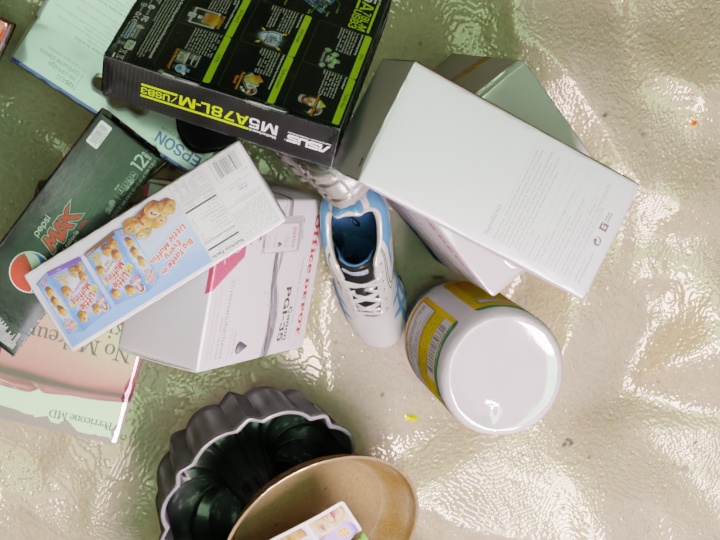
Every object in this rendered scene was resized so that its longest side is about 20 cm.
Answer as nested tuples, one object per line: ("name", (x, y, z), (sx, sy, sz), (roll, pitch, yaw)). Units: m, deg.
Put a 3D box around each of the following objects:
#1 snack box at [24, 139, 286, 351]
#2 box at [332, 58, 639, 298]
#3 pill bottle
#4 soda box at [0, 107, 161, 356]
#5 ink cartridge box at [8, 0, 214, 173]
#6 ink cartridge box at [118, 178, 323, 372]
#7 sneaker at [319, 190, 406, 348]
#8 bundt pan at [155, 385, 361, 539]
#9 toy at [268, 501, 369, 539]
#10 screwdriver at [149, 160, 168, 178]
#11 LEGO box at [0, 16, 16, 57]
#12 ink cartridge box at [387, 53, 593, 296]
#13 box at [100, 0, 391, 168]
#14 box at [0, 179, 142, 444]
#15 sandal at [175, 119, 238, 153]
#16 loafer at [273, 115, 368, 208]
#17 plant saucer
("snack box", (-0.159, -0.019, 1.045), (0.199, 0.024, 0.072), (-31, 98, 4))
("box", (0.092, -0.073, 1.035), (0.198, 0.124, 0.098), (26, 94, -14))
("pill bottle", (0.103, 0.071, 1.231), (0.111, 0.200, 0.114), (-2, 100, -12))
("soda box", (-0.245, -0.033, 1.093), (0.063, 0.071, 0.201), (38, 92, -14))
("ink cartridge box", (-0.174, -0.217, 1.189), (0.197, 0.047, 0.201), (33, 91, -10))
("ink cartridge box", (-0.113, -0.002, 1.168), (0.082, 0.200, 0.148), (14, 99, 22))
("sneaker", (0.000, 0.000, 1.236), (0.071, 0.073, 0.202), (0, 130, 15))
("bundt pan", (-0.102, 0.189, 1.248), (0.200, 0.076, 0.204), (-15, 129, -19))
("toy", (-0.074, 0.297, 1.197), (0.199, 0.047, 0.116), (-30, 122, 3))
("screwdriver", (-0.139, -0.137, 1.234), (0.199, 0.028, 0.029), (-36, 75, -2))
("LEGO box", (-0.365, -0.131, 1.121), (0.077, 0.149, 0.202), (24, 95, -15))
("ink cartridge box", (0.101, -0.092, 1.202), (0.144, 0.200, 0.148), (-41, 106, -2))
("box", (-0.085, -0.187, 1.083), (0.191, 0.201, 0.048), (18, 136, -1))
("box", (-0.250, 0.034, 1.196), (0.126, 0.109, 0.202), (14, 96, -14))
("sandal", (-0.079, -0.178, 1.158), (0.199, 0.043, 0.076), (-38, 88, -6))
("loafer", (-0.034, -0.113, 1.173), (0.070, 0.200, 0.070), (-42, 124, -4))
("plant saucer", (-0.042, 0.240, 1.243), (0.198, 0.035, 0.202), (-15, 128, -20))
